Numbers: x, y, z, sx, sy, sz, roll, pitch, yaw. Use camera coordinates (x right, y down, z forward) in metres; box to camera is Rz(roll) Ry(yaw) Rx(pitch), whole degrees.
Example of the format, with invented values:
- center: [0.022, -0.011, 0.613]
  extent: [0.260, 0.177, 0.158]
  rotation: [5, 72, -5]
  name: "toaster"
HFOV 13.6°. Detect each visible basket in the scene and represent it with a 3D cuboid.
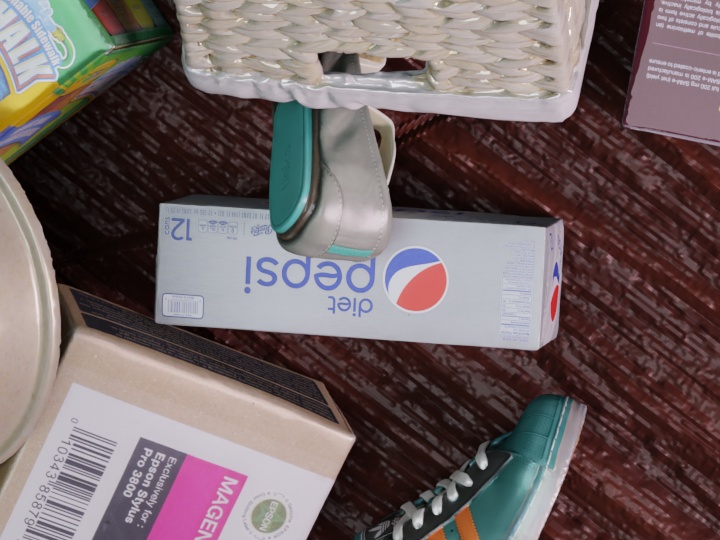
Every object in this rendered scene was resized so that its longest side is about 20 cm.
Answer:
- center: [0.015, -0.194, 1.410]
  extent: [0.197, 0.161, 0.201]
  rotation: [6, 67, 11]
  name: "basket"

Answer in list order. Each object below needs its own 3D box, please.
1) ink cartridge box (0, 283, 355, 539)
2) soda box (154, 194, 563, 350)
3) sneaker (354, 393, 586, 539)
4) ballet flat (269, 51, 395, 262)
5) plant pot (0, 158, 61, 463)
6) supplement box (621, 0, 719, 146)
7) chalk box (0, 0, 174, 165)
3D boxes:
- center: [-0.119, 0.130, 1.523]
  extent: [0.164, 0.075, 0.201]
  rotation: [21, 102, -21]
  name: "ink cartridge box"
- center: [0.000, 0.000, 1.520]
  extent: [0.199, 0.068, 0.064]
  rotation: [4, 96, 11]
  name: "soda box"
- center: [0.041, 0.139, 1.527]
  extent: [0.080, 0.071, 0.201]
  rotation: [31, 103, 2]
  name: "sneaker"
- center: [-0.015, -0.091, 1.497]
  extent: [0.063, 0.201, 0.067]
  rotation: [13, 146, -26]
  name: "ballet flat"
- center: [-0.272, 0.031, 1.397]
  extent: [0.200, 0.183, 0.201]
  rotation: [11, 111, 31]
  name: "plant pot"
- center: [0.199, -0.159, 1.464]
  extent: [0.108, 0.061, 0.201]
  rotation: [12, 98, 11]
  name: "supplement box"
- center: [-0.181, -0.131, 1.514]
  extent: [0.200, 0.124, 0.124]
  rotation: [-35, 88, 15]
  name: "chalk box"
